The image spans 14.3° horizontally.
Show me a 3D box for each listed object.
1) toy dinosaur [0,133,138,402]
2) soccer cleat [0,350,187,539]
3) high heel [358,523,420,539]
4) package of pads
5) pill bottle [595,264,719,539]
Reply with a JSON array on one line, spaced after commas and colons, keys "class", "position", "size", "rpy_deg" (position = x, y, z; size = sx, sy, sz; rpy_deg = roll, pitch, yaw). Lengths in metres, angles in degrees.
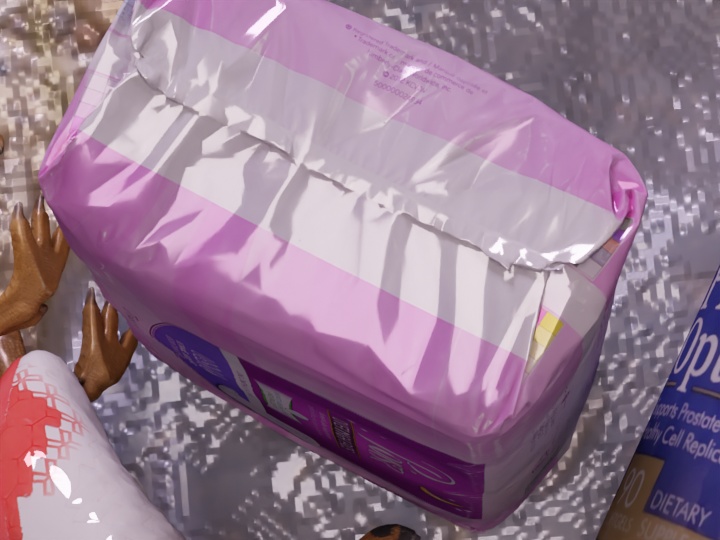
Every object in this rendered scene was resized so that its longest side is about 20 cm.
[{"class": "toy dinosaur", "position": [-0.119, 0.028, 0.775], "size": [0.106, 0.060, 0.201], "rpy_deg": [-11, 70, 24]}, {"class": "soccer cleat", "position": [-0.043, 0.095, 0.685], "size": [0.085, 0.069, 0.201], "rpy_deg": [-21, 48, 4]}, {"class": "high heel", "position": [-0.077, 0.132, 0.738], "size": [0.142, 0.071, 0.201], "rpy_deg": [27, 91, 9]}, {"class": "package of pads", "position": [0.000, 0.000, 0.682], "size": [0.120, 0.200, 0.076], "rpy_deg": [29, 81, 7]}, {"class": "pill bottle", "position": [0.142, 0.013, 0.705], "size": [0.111, 0.112, 0.201], "rpy_deg": [24, 85, 10]}]
